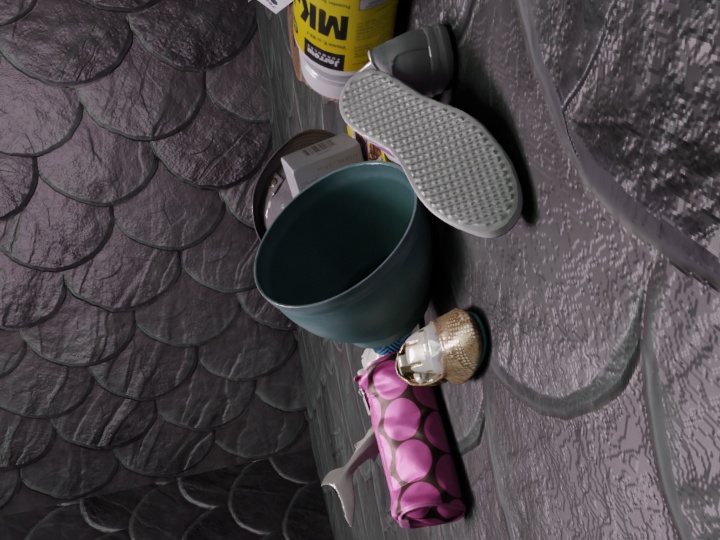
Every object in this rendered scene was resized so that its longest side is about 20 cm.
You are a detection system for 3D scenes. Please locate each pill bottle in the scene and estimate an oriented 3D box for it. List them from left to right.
[{"bbox_3d":[-0.016,-0.282,0.784,0.201,0.112,0.116,99,159,-64],"label":"pill bottle"}]

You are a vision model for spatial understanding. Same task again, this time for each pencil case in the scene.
[{"bbox_3d":[0.057,0.203,0.892,0.091,0.092,0.203,95,162,-56],"label":"pencil case"}]

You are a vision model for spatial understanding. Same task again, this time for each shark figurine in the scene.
[{"bbox_3d":[0.044,0.236,0.992,0.089,0.214,0.129,37,119,17],"label":"shark figurine"}]

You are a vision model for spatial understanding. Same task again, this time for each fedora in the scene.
[{"bbox_3d":[-0.064,-0.098,1.095,0.177,0.201,0.090,43,176,-38],"label":"fedora"}]

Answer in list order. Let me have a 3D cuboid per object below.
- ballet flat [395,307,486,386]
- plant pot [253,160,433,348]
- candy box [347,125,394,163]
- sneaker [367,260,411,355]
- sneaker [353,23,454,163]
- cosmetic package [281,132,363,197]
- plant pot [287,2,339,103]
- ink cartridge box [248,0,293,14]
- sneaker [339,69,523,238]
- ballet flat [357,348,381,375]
[{"bbox_3d":[0.073,0.088,0.763,0.200,0.064,0.072,109,150,-70],"label":"ballet flat"},{"bbox_3d":[0.000,0.000,0.821,0.135,0.198,0.202,54,-171,-38],"label":"plant pot"},{"bbox_3d":[0.015,-0.168,0.975,0.200,0.026,0.104,150,111,-80],"label":"candy box"},{"bbox_3d":[0.030,0.005,0.947,0.081,0.075,0.205,101,165,-84],"label":"sneaker"},{"bbox_3d":[0.026,-0.165,0.723,0.200,0.087,0.077,105,152,-69],"label":"sneaker"},{"bbox_3d":[-0.030,-0.072,1.019,0.074,0.100,0.203,-129,19,-61],"label":"cosmetic package"},{"bbox_3d":[-0.046,-0.314,1.002,0.201,0.091,0.205,171,90,-80],"label":"plant pot"},{"bbox_3d":[-0.072,-0.382,0.934,0.039,0.100,0.199,40,168,-24],"label":"ink cartridge box"},{"bbox_3d":[0.076,-0.089,0.617,0.114,0.073,0.201,29,-162,-53],"label":"sneaker"},{"bbox_3d":[0.029,0.140,1.081,0.201,0.068,0.071,101,158,-64],"label":"ballet flat"}]
